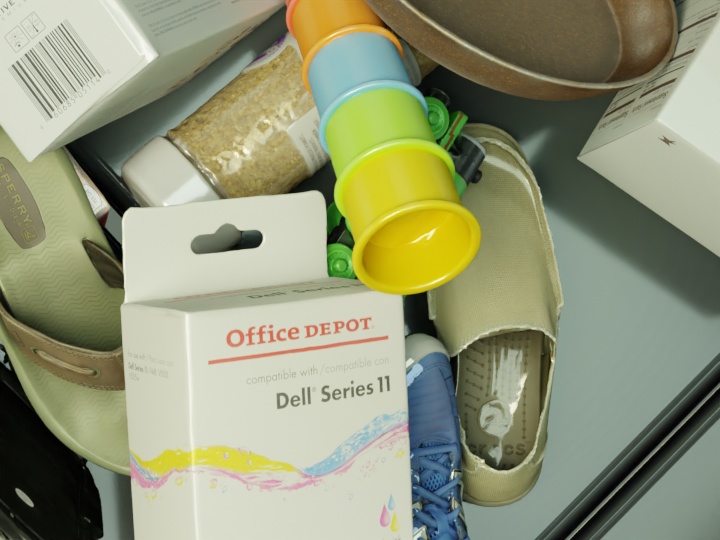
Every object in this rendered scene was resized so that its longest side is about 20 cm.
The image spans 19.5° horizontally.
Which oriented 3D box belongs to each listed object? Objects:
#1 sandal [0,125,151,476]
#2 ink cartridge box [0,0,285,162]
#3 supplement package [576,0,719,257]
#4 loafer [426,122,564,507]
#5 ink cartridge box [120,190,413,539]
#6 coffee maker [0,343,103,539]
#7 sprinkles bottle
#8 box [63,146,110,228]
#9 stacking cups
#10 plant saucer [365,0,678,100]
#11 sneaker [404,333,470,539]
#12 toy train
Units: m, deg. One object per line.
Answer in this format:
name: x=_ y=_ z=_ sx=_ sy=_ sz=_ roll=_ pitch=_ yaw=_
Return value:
sandal: x=-0.133 y=0.019 z=0.967 sx=0.080 sy=0.057 sz=0.201 roll=-35 pitch=114 yaw=-10
ink cartridge box: x=-0.139 y=-0.163 z=0.987 sx=0.084 sy=0.200 sz=0.176 roll=-35 pitch=92 yaw=22
supplement package: x=0.239 y=-0.106 z=1.070 sx=0.151 sy=0.151 sz=0.200 roll=34 pitch=82 yaw=-6
loafer: x=0.071 y=0.022 z=1.078 sx=0.075 sy=0.068 sz=0.201 roll=-5 pitch=87 yaw=-9
ink cartridge box: x=-0.042 y=0.068 z=0.952 sx=0.117 sy=0.067 sz=0.201 roll=-7 pitch=98 yaw=-31
coffee maker: x=-0.227 y=0.143 z=0.990 sx=0.200 sy=0.192 sz=0.135 roll=-39 pitch=86 yaw=8
sprinkles bottle: x=-0.027 y=-0.088 z=1.070 sx=0.200 sy=0.068 sz=0.068 roll=-40 pitch=93 yaw=-9
box: x=-0.222 y=-0.075 z=1.025 sx=0.102 sy=0.095 sz=0.200 roll=-38 pitch=93 yaw=-8
stacking cups: x=0.003 y=-0.080 z=0.985 sx=0.060 sy=0.061 sz=0.201 roll=-9 pitch=48 yaw=-9
plant saucer: x=0.063 y=-0.151 z=1.031 sx=0.199 sy=0.035 sz=0.201 roll=20 pitch=41 yaw=-18
sneaker: x=0.030 y=0.129 z=1.033 sx=0.076 sy=0.077 sz=0.201 roll=-14 pitch=114 yaw=-43
toy train: x=0.000 y=0.000 z=1.033 sx=0.056 sy=0.042 sz=0.200 roll=37 pitch=74 yaw=-18
